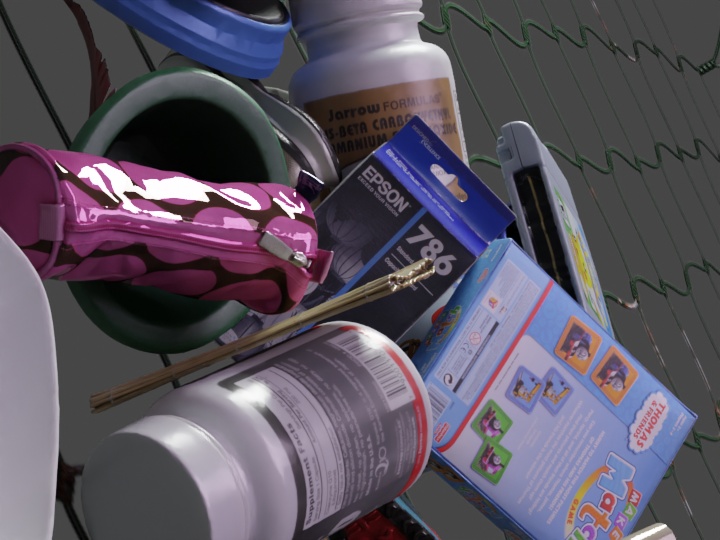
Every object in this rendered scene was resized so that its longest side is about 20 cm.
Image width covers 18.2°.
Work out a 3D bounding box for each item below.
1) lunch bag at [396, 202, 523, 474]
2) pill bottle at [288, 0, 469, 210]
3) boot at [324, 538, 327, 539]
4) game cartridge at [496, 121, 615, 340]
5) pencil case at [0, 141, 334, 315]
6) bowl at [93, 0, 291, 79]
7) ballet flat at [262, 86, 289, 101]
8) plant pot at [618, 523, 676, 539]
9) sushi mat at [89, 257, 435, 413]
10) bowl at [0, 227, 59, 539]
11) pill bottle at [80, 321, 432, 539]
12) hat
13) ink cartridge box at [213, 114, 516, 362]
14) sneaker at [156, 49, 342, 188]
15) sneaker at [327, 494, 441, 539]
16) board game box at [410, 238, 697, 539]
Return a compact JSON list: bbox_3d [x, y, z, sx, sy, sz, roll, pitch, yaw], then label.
[{"bbox_3d":[0.052,0.038,1.654,0.200,0.169,0.124,-88,153,-52],"label":"lunch bag"},{"bbox_3d":[0.011,-0.101,1.529,0.114,0.114,0.201,-11,91,-72],"label":"pill bottle"},{"bbox_3d":[-0.039,0.157,1.418,0.201,0.066,0.175,65,18,1],"label":"boot"},{"bbox_3d":[0.151,0.001,1.665,0.133,0.040,0.201,53,22,-68],"label":"game cartridge"},{"bbox_3d":[-0.116,-0.023,1.274,0.199,0.091,0.094,6,18,-39],"label":"pencil case"},{"bbox_3d":[-0.133,-0.199,1.481,0.200,0.039,0.201,31,16,-10],"label":"bowl"},{"bbox_3d":[-0.023,-0.076,1.629,0.064,0.199,0.068,-46,155,-46],"label":"ballet flat"},{"bbox_3d":[0.107,0.297,1.422,0.177,0.200,0.201,-10,75,-36],"label":"plant pot"},{"bbox_3d":[-0.055,0.037,1.302,0.012,0.199,0.096,68,17,1],"label":"sushi mat"},{"bbox_3d":[-0.225,0.033,1.032,0.200,0.074,0.200,49,26,-43],"label":"bowl"},{"bbox_3d":[-0.057,0.108,1.273,0.200,0.114,0.114,-23,89,-50],"label":"pill bottle"},{"bbox_3d":[-0.155,-0.049,1.419,0.200,0.176,0.166,-52,122,-24],"label":"hat"},{"bbox_3d":[0.000,0.000,1.445,0.099,0.200,0.039,44,-4,1],"label":"ink cartridge box"},{"bbox_3d":[-0.111,-0.081,1.497,0.200,0.115,0.076,35,-25,48],"label":"sneaker"},{"bbox_3d":[0.007,0.155,1.528,0.200,0.079,0.096,61,15,-19],"label":"sneaker"},{"bbox_3d":[0.122,0.100,1.521,0.200,0.037,0.152,42,68,-21],"label":"board game box"}]
